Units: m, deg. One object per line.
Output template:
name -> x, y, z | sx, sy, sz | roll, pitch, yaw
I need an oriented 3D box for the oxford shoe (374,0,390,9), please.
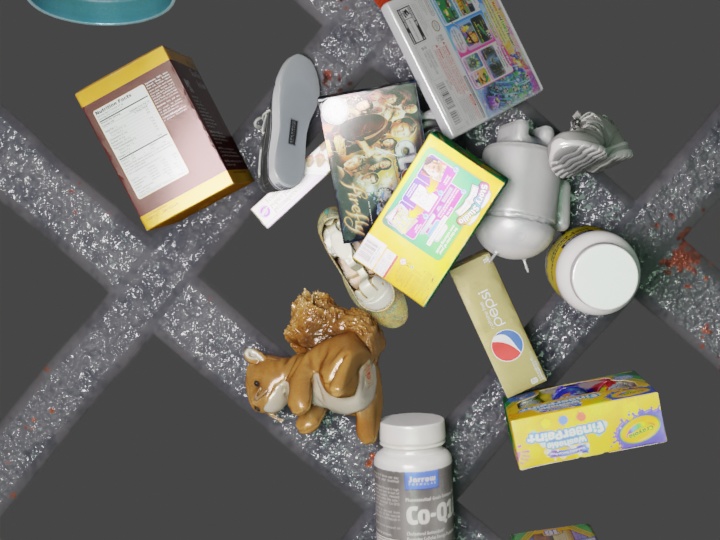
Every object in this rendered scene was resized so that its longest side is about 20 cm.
oxford shoe -> 0.070, -0.385, 1.587 | 0.072, 0.071, 0.200 | -39, 96, -15

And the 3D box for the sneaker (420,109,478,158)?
sneaker -> 0.068, -0.140, 1.596 | 0.199, 0.075, 0.114 | -32, 93, 5

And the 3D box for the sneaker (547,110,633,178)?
sneaker -> 0.298, -0.176, 1.538 | 0.074, 0.200, 0.082 | -28, 79, 30

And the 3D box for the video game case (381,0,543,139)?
video game case -> 0.142, -0.302, 1.556 | 0.181, 0.024, 0.201 | -30, 95, -29

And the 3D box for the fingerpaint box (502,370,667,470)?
fingerpaint box -> 0.303, 0.202, 1.570 | 0.198, 0.167, 0.074 | -12, 95, 5

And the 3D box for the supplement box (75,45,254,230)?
supplement box -> -0.259, -0.179, 1.548 | 0.132, 0.197, 0.201 | -27, 94, 5

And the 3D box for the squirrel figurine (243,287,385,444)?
squirrel figurine -> -0.068, 0.132, 1.610 | 0.185, 0.142, 0.201 | -1, 58, 26

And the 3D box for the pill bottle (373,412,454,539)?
pill bottle -> 0.076, 0.310, 1.617 | 0.113, 0.114, 0.202 | -2, 95, 3

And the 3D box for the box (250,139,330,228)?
box -> -0.070, -0.140, 1.621 | 0.200, 0.041, 0.039 | -42, 92, 5

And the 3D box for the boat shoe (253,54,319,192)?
boat shoe -> -0.107, -0.205, 1.601 | 0.073, 0.068, 0.201 | 13, 75, -39

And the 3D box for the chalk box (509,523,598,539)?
chalk box -> 0.284, 0.447, 1.575 | 0.123, 0.200, 0.125 | -9, 94, 4

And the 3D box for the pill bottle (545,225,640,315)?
pill bottle -> 0.314, -0.001, 1.534 | 0.111, 0.200, 0.113 | 0, 95, 3

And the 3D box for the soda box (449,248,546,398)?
soda box -> 0.193, 0.073, 1.613 | 0.064, 0.068, 0.201 | -25, 93, 5

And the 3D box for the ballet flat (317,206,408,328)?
ballet flat -> 0.000, 0.000, 1.617 | 0.070, 0.071, 0.201 | -31, 93, 5

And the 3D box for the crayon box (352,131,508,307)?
crayon box -> 0.092, -0.068, 1.502 | 0.118, 0.058, 0.201 | 34, 103, 6

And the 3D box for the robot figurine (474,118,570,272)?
robot figurine -> 0.217, -0.102, 1.563 | 0.168, 0.113, 0.202 | 11, 82, -17

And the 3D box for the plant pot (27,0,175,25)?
plant pot -> -0.354, -0.459, 1.541 | 0.198, 0.200, 0.190 | -4, 80, 3

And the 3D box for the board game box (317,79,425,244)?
board game box -> 0.025, -0.147, 1.543 | 0.134, 0.035, 0.202 | -10, 104, 3
